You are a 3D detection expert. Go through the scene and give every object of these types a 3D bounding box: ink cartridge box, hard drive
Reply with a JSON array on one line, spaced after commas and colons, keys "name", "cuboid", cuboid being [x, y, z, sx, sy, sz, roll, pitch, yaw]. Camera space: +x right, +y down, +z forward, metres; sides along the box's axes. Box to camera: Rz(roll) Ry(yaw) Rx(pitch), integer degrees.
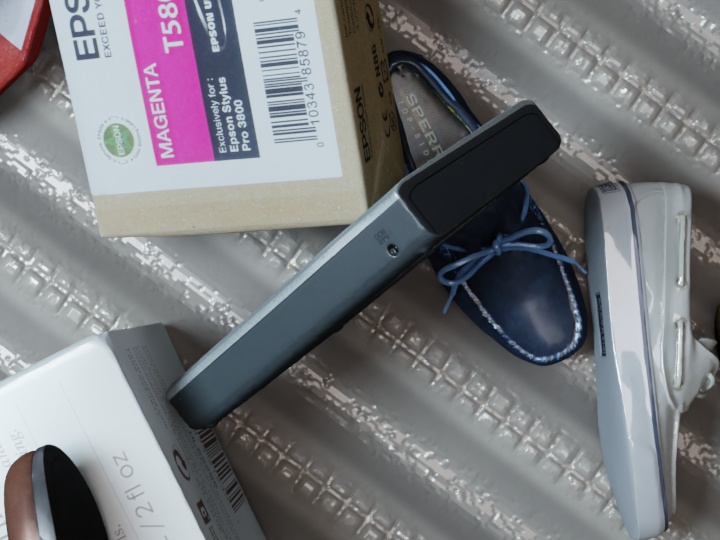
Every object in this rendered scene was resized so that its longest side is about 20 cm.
[{"name": "ink cartridge box", "cuboid": [-0.074, -0.124, 0.770, 0.164, 0.075, 0.201, -4, 108, 20]}, {"name": "hard drive", "cuboid": [0.000, 0.000, 0.737, 0.033, 0.139, 0.200, 51, 129, 2]}]

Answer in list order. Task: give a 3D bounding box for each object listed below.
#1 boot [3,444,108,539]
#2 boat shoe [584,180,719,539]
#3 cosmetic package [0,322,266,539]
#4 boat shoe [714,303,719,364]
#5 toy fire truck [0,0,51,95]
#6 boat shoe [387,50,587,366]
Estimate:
[{"name": "boot", "cuboid": [-0.214, 0.180, 0.672, 0.199, 0.068, 0.190, -4, 99, 8]}, {"name": "boat shoe", "cuboid": [0.168, 0.049, 0.817, 0.065, 0.072, 0.201, -5, 86, -3]}, {"name": "cosmetic package", "cuboid": [-0.171, 0.146, 0.773, 0.199, 0.166, 0.168, -27, 89, 2]}, {"name": "boat shoe", "cuboid": [0.252, 0.109, 0.810, 0.064, 0.073, 0.201, -15, 89, 6]}, {"name": "toy fire truck", "cuboid": [-0.274, -0.154, 0.817, 0.199, 0.112, 0.169, 24, 114, 2]}, {"name": "boat shoe", "cuboid": [0.058, -0.030, 0.817, 0.084, 0.069, 0.200, -38, 89, 1]}]
